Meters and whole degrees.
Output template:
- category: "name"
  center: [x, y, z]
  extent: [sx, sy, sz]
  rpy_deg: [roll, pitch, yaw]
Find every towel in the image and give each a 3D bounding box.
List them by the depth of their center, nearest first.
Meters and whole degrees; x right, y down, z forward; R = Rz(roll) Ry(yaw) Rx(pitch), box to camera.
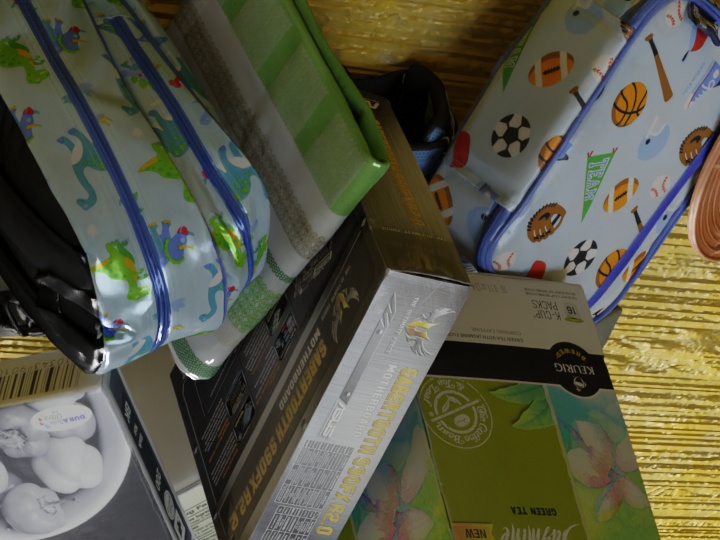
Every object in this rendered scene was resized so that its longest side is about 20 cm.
- category: "towel"
  center: [-0.063, -0.055, 1.156]
  extent: [0.031, 0.150, 0.200]
  rpy_deg: [-12, 156, -40]

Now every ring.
- category: "ring"
  center: [0.260, -0.083, 1.327]
  extent: [0.200, 0.019, 0.201]
  rpy_deg: [-37, 152, -24]

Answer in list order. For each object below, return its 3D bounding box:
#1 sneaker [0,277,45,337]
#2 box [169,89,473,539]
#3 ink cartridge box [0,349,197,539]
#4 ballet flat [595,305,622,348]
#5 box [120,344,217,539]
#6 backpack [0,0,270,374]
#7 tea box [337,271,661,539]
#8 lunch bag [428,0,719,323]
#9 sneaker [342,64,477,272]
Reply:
- category: "sneaker"
  center: [-0.149, 0.006, 1.268]
  extent: [0.199, 0.080, 0.074]
  rpy_deg: [-15, 144, 3]
- category: "box"
  center: [-0.025, 0.032, 1.169]
  extent: [0.048, 0.159, 0.201]
  rpy_deg: [11, 122, -26]
- category: "ink cartridge box"
  center: [-0.186, 0.138, 1.194]
  extent: [0.197, 0.044, 0.201]
  rpy_deg: [-11, 126, 14]
- category: "ballet flat"
  center: [0.089, 0.077, 1.433]
  extent: [0.199, 0.064, 0.067]
  rpy_deg: [-22, -179, -33]
- category: "box"
  center: [-0.048, 0.117, 1.430]
  extent: [0.127, 0.109, 0.200]
  rpy_deg: [-28, 142, 11]
- category: "backpack"
  center: [-0.131, -0.050, 1.109]
  extent: [0.153, 0.201, 0.164]
  rpy_deg: [-8, 141, -17]
- category: "tea box"
  center: [0.040, 0.136, 1.222]
  extent: [0.133, 0.198, 0.200]
  rpy_deg: [5, 143, -31]
- category: "lunch bag"
  center: [0.135, -0.072, 1.261]
  extent: [0.200, 0.076, 0.160]
  rpy_deg: [-53, 141, 6]
- category: "sneaker"
  center: [0.030, -0.057, 1.274]
  extent: [0.089, 0.079, 0.199]
  rpy_deg: [-42, 143, 22]
